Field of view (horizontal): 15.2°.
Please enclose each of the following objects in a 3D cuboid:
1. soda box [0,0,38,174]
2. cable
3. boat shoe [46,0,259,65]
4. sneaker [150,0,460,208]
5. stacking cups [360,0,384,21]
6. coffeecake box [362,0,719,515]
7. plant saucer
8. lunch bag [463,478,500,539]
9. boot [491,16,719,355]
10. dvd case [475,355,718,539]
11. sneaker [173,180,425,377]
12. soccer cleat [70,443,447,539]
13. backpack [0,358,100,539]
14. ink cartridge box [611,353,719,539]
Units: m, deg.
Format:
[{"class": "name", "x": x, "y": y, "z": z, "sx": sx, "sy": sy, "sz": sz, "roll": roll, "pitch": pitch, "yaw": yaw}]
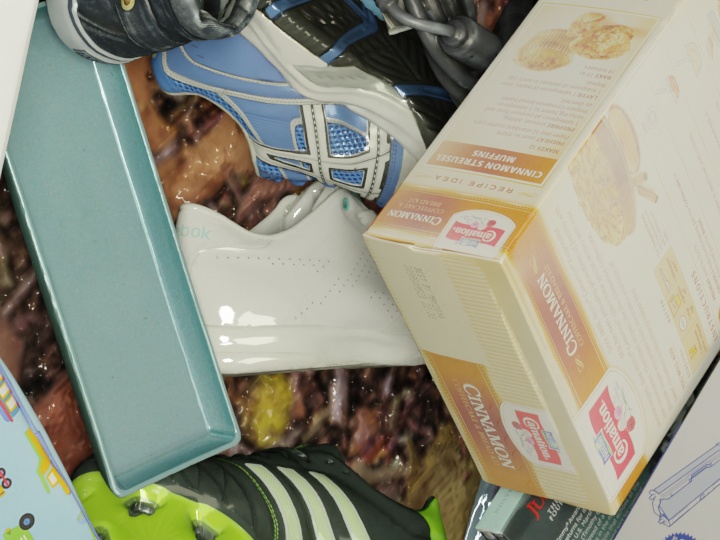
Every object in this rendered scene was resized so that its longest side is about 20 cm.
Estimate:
[{"class": "soda box", "x": -0.158, "y": -0.121, "z": 1.027, "sx": 0.063, "sy": 0.068, "sz": 0.201, "roll": 14, "pitch": 87, "yaw": -27}, {"class": "cable", "x": 0.049, "y": -0.161, "z": 1.180, "sx": 0.163, "sy": 0.051, "sz": 0.201, "roll": 27, "pitch": 48, "yaw": -49}, {"class": "boat shoe", "x": -0.077, "y": -0.185, "z": 1.074, "sx": 0.071, "sy": 0.091, "sz": 0.201, "roll": -2, "pitch": 90, "yaw": -44}, {"class": "sneaker", "x": -0.004, "y": -0.067, "z": 1.163, "sx": 0.200, "sy": 0.077, "sz": 0.076, "roll": 38, "pitch": 32, "yaw": -27}, {"class": "stacking cups", "x": -0.007, "y": -0.129, "z": 1.190, "sx": 0.061, "sy": 0.060, "sz": 0.200, "roll": -59, "pitch": 135, "yaw": -19}, {"class": "coffeecake box", "x": 0.104, "y": -0.025, "z": 1.138, "sx": 0.200, "sy": 0.073, "sz": 0.154, "roll": -53, "pitch": 136, "yaw": -29}, {"class": "plant saucer", "x": -0.108, "y": -0.012, "z": 1.106, "sx": 0.070, "sy": 0.019, "sz": 0.201, "roll": -23, "pitch": 99, "yaw": -39}, {"class": "lunch bag", "x": 0.130, "y": 0.196, "z": 1.315, "sx": 0.169, "sy": 0.127, "sz": 0.201, "roll": 19, "pitch": 89, "yaw": -39}, {"class": "boot", "x": 0.129, "y": -0.022, "z": 1.323, "sx": 0.200, "sy": 0.064, "sz": 0.187, "roll": 31, "pitch": 53, "yaw": -54}, {"class": "dvd case", "x": 0.150, "y": 0.123, "z": 1.239, "sx": 0.200, "sy": 0.022, "sz": 0.146, "roll": 48, "pitch": 64, "yaw": -30}, {"class": "sneaker", "x": 0.000, "y": 0.000, "z": 1.205, "sx": 0.199, "sy": 0.075, "sz": 0.089, "roll": -2, "pitch": 86, "yaw": -41}, {"class": "soccer cleat", "x": -0.044, "y": 0.108, "z": 1.187, "sx": 0.199, "sy": 0.067, "sz": 0.081, "roll": 23, "pitch": 45, "yaw": -31}, {"class": "backpack", "x": -0.217, "y": 0.106, "z": 0.974, "sx": 0.200, "sy": 0.134, "sz": 0.183, "roll": -37, "pitch": 119, "yaw": -29}, {"class": "ink cartridge box", "x": 0.159, "y": 0.085, "z": 1.173, "sx": 0.200, "sy": 0.044, "sz": 0.094, "roll": -57, "pitch": 165, "yaw": -22}]
